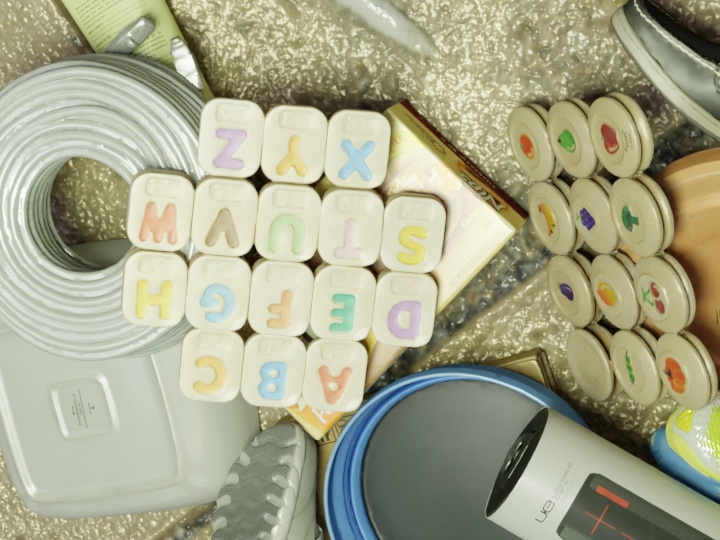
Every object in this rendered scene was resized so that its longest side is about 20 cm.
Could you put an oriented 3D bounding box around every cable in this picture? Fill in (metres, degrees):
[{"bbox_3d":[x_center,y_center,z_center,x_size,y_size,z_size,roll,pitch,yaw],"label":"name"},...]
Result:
[{"bbox_3d":[-0.169,-0.040,1.289,0.200,0.069,0.200,-29,90,17],"label":"cable"}]

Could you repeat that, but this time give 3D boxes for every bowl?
[{"bbox_3d":[0.076,0.155,1.321,0.200,0.039,0.201,6,110,17],"label":"bowl"},{"bbox_3d":[-0.181,0.084,1.395,0.199,0.075,0.201,-8,102,20],"label":"bowl"}]

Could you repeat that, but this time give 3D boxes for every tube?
[{"bbox_3d":[-0.144,-0.148,1.327,0.200,0.058,0.052,60,159,-2],"label":"tube"}]

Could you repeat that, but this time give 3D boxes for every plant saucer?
[{"bbox_3d":[0.248,0.015,1.209,0.200,0.032,0.201,16,132,18],"label":"plant saucer"}]

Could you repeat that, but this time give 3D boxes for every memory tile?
[{"bbox_3d":[0.152,-0.010,1.228,0.153,0.017,0.201,5,114,65],"label":"memory tile"}]

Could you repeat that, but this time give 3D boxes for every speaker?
[{"bbox_3d":[0.179,0.165,1.230,0.200,0.081,0.081,31,114,-3],"label":"speaker"}]

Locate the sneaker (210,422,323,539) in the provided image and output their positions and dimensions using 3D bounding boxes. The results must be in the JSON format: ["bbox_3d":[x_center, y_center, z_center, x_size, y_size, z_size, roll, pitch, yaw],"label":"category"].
[{"bbox_3d":[-0.053,0.205,1.354,0.075,0.082,0.201,-2,78,48],"label":"sneaker"}]

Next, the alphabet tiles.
[{"bbox_3d":[-0.048,-0.007,1.244,0.199,0.015,0.196,5,104,-8],"label":"alphabet tiles"}]

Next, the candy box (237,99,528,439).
[{"bbox_3d":[0.000,0.000,1.305,0.115,0.055,0.200,44,109,3],"label":"candy box"}]

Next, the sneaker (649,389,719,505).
[{"bbox_3d":[0.271,0.138,1.267,0.200,0.076,0.105,33,158,-14],"label":"sneaker"}]

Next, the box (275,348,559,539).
[{"bbox_3d":[0.057,0.154,1.361,0.199,0.021,0.164,-16,101,22],"label":"box"}]

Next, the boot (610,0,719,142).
[{"bbox_3d":[0.264,-0.135,1.173,0.200,0.073,0.151,39,116,0],"label":"boot"}]
